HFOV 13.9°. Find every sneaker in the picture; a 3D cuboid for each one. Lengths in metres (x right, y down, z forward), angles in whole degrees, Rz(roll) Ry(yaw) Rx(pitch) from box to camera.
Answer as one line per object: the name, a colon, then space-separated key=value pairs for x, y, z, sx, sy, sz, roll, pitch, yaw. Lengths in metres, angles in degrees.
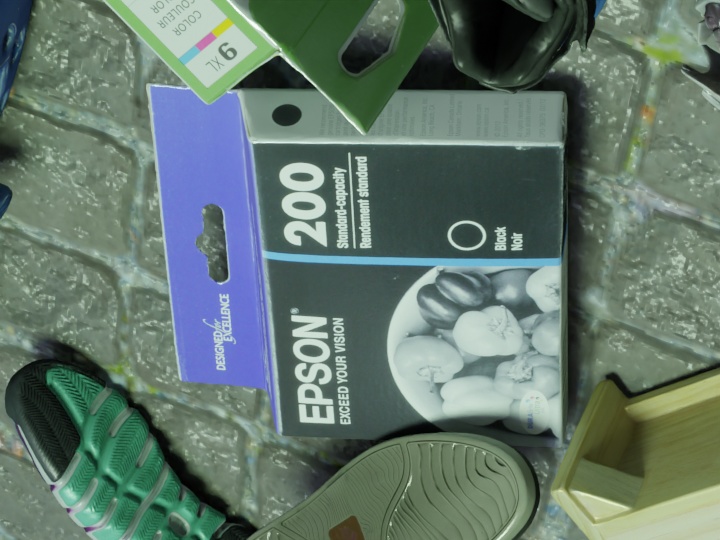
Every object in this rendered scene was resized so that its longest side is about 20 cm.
sneaker: x=0.076 y=-0.165 z=1.221 sx=0.076 sy=0.111 sz=0.201 roll=20 pitch=133 yaw=13
sneaker: x=-0.136 y=0.137 z=1.619 sx=0.200 sy=0.075 sz=0.087 roll=48 pitch=138 yaw=-14
sneaker: x=0.033 y=0.128 z=1.496 sx=0.199 sy=0.106 sz=0.075 roll=-26 pitch=76 yaw=40

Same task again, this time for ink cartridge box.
ink cartridge box: x=-0.064 y=-0.147 z=1.319 sx=0.200 sy=0.104 sz=0.059 roll=44 pitch=134 yaw=-11
ink cartridge box: x=0.000 y=0.000 z=1.405 sx=0.199 sy=0.044 sz=0.199 roll=2 pitch=133 yaw=7

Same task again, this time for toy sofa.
toy sofa: x=0.198 y=0.086 z=1.382 sx=0.199 sy=0.083 sz=0.098 roll=-23 pitch=118 yaw=40

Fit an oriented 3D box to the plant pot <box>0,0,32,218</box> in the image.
plant pot: x=-0.280 y=-0.071 z=1.420 sx=0.199 sy=0.200 sz=0.181 roll=14 pitch=124 yaw=16

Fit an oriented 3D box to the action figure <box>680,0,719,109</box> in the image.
action figure: x=0.207 y=-0.112 z=1.228 sx=0.129 sy=0.070 sz=0.201 roll=19 pitch=137 yaw=4
